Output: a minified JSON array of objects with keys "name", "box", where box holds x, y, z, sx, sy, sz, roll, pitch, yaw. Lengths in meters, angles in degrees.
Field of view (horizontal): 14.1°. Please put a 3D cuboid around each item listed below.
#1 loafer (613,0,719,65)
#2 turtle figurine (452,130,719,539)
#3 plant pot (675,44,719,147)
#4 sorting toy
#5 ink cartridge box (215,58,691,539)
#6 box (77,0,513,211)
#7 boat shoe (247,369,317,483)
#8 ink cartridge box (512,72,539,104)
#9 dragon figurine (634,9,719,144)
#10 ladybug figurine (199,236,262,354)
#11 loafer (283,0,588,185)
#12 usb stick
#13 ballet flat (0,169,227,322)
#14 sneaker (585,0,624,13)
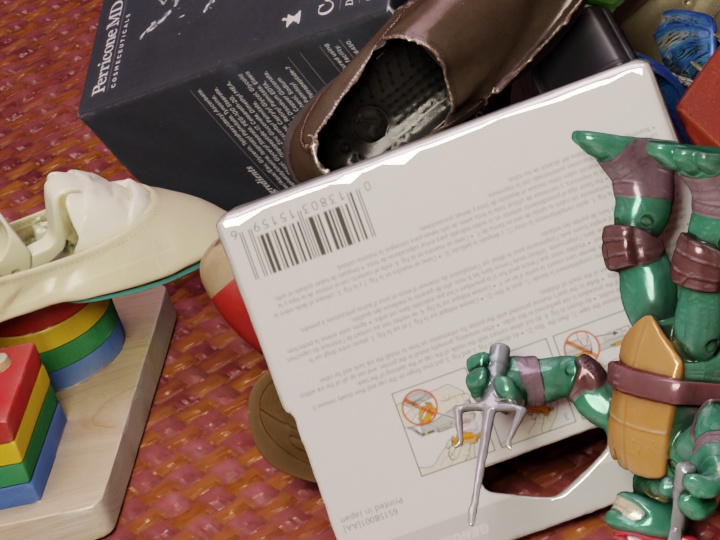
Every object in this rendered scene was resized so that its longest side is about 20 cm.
[{"name":"loafer","box":[0.186,-0.159,1.546,0.200,0.068,0.076,-36,19,4]},{"name":"turtle figurine","box":[0.114,0.047,1.184,0.149,0.201,0.100,10,5,44]},{"name":"plant pot","box":[0.254,-0.043,1.226,0.176,0.200,0.200,-33,29,-2]},{"name":"sorting toy","box":[-0.209,0.064,1.439,0.199,0.070,0.199,-12,29,14]},{"name":"ink cartridge box","box":[0.060,0.023,1.253,0.199,0.174,0.044,-20,4,6]},{"name":"box","box":[-0.025,-0.147,1.551,0.196,0.124,0.201,-18,46,29]},{"name":"boat shoe","box":[0.050,0.053,1.313,0.199,0.073,0.072,-14,-3,12]},{"name":"ink cartridge box","box":[0.079,-0.138,1.647,0.200,0.047,0.160,-34,31,-34]},{"name":"dragon figurine","box":[0.154,-0.094,1.456,0.059,0.100,0.200,-30,30,-20]},{"name":"ladybug figurine","box":[0.000,0.000,1.368,0.135,0.072,0.200,-8,-9,-28]},{"name":"loafer","box":[0.046,-0.103,1.381,0.200,0.073,0.071,-48,6,5]},{"name":"usb stick","box":[0.128,-0.053,1.364,0.055,0.033,0.200,-49,37,22]},{"name":"ballet flat","box":[-0.157,-0.011,1.400,0.199,0.070,0.069,-20,28,-13]},{"name":"sneaker","box":[0.118,-0.175,1.519,0.200,0.077,0.084,-51,-3,-32]}]
